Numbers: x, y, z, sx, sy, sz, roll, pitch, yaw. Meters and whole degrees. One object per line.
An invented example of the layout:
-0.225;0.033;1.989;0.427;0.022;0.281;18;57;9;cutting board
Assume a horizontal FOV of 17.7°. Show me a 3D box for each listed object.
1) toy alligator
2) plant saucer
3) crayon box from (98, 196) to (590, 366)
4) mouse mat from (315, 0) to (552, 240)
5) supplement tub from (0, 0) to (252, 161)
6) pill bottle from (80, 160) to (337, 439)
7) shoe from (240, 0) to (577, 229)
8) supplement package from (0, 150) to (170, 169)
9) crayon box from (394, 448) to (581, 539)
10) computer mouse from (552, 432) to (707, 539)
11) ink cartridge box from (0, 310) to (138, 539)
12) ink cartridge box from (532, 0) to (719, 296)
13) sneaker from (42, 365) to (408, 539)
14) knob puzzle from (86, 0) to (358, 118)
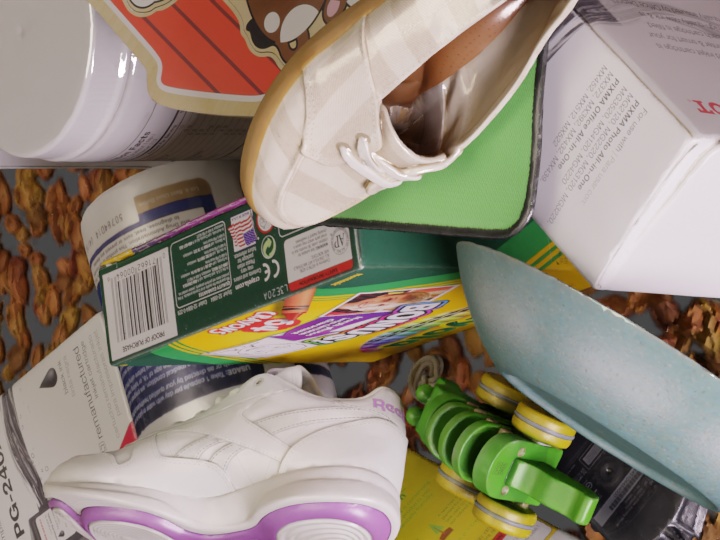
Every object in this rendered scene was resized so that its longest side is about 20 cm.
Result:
0.049;0.076;1.123;0.059;0.054;0.200;-65;28;7;toy alligator
0.116;0.057;0.982;0.201;0.201;0.039;29;85;44;plant saucer
0.000;0.000;1.127;0.200;0.172;0.058;-21;73;48;crayon box
0.021;-0.116;0.976;0.161;0.008;0.200;6;92;45;mouse mat
-0.094;-0.122;1.208;0.132;0.200;0.132;3;94;49;supplement tub
-0.077;0.048;1.264;0.111;0.111;0.200;-35;66;44;pill bottle
0.022;-0.077;0.918;0.200;0.070;0.053;-46;48;30;shoe
-0.198;-0.149;1.326;0.111;0.200;0.156;38;119;41;supplement package
0.031;0.164;1.138;0.200;0.127;0.051;26;155;46;crayon box
0.157;0.130;1.055;0.059;0.034;0.200;-50;50;11;computer mouse
-0.153;0.128;1.377;0.200;0.083;0.145;-37;64;43;ink cartridge box
0.112;-0.081;1.001;0.200;0.145;0.083;53;123;34;ink cartridge box
-0.064;0.100;1.171;0.200;0.075;0.100;-4;52;23;sneaker
-0.047;-0.155;1.011;0.219;0.030;0.220;-5;82;39;knob puzzle
